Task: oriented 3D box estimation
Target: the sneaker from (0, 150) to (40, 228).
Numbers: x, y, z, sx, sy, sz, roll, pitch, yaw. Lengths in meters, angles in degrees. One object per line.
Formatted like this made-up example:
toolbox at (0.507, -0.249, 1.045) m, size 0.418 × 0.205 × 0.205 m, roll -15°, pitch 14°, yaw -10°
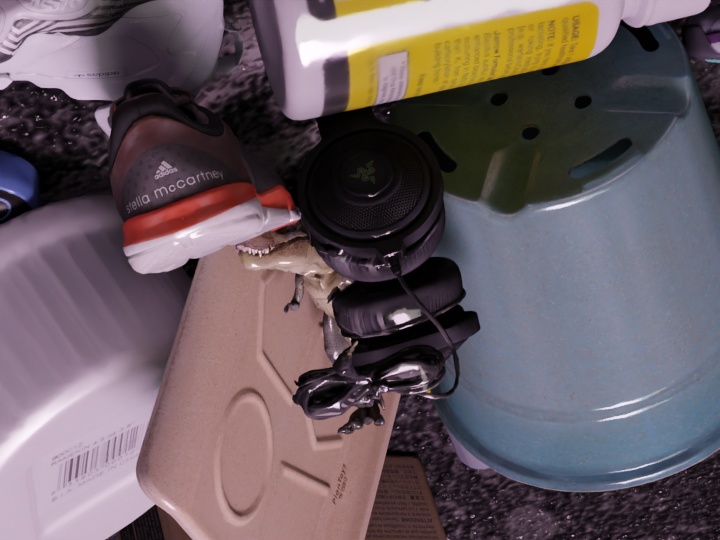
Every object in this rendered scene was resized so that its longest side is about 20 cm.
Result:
sneaker at (-0.250, -0.001, 1.072) m, size 0.199 × 0.078 × 0.070 m, roll -13°, pitch 145°, yaw -7°

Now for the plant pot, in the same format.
plant pot at (0.109, -0.024, 1.117) m, size 0.199 × 0.201 × 0.196 m, roll -19°, pitch 138°, yaw 2°

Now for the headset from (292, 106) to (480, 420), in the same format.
headset at (0.000, 0.000, 0.998) m, size 0.094 × 0.200 × 0.124 m, roll -18°, pitch 121°, yaw -2°

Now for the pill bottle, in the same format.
pill bottle at (0.051, -0.142, 0.984) m, size 0.199 × 0.115 × 0.115 m, roll -12°, pitch 145°, yaw -7°

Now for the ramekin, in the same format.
ramekin at (-0.158, 0.066, 1.131) m, size 0.200 × 0.098 × 0.201 m, roll -32°, pitch 155°, yaw -17°

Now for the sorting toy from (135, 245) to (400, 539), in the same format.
sorting toy at (-0.046, 0.076, 1.126) m, size 0.036 × 0.186 × 0.200 m, roll -1°, pitch 148°, yaw 27°

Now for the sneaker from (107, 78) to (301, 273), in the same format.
sneaker at (-0.075, -0.048, 0.972) m, size 0.077 × 0.082 × 0.200 m, roll -21°, pitch -179°, yaw -2°

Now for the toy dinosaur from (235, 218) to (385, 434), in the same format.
toy dinosaur at (-0.002, 0.033, 1.122) m, size 0.047 × 0.089 × 0.200 m, roll -10°, pitch 160°, yaw 19°

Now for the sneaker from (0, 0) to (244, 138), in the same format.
sneaker at (-0.146, -0.099, 0.987) m, size 0.199 × 0.075 × 0.115 m, roll -20°, pitch 143°, yaw -2°

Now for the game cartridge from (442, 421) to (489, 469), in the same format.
game cartridge at (0.146, 0.064, 1.347) m, size 0.199 × 0.041 × 0.133 m, roll -22°, pitch 164°, yaw 1°

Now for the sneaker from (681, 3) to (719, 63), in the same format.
sneaker at (0.251, -0.151, 1.058) m, size 0.199 × 0.088 × 0.074 m, roll -7°, pitch -177°, yaw 17°

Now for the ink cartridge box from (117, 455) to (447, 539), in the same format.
ink cartridge box at (-0.038, 0.197, 1.362) m, size 0.199 × 0.165 × 0.075 m, roll 5°, pitch 139°, yaw -29°
